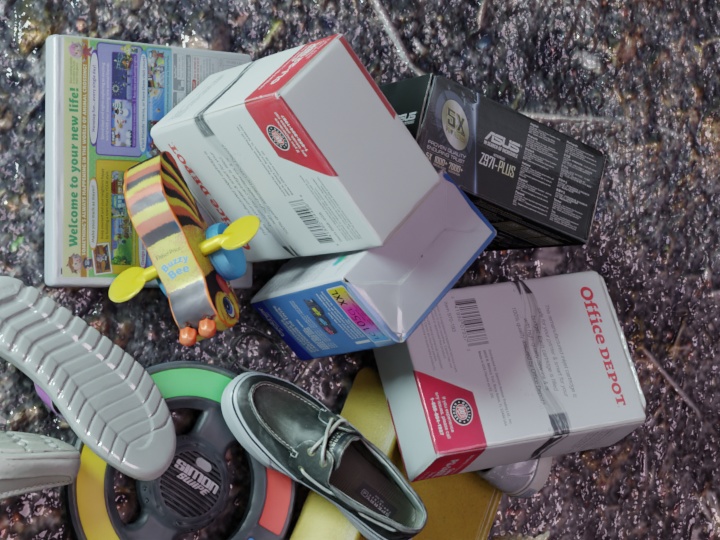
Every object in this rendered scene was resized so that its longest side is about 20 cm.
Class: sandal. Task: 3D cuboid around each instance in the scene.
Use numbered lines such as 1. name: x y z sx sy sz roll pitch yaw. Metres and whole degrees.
1. sandal: -0.223 0.084 1.201 0.203 0.050 0.082 46 49 -1

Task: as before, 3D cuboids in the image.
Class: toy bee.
1. toy bee: -0.123 0.006 1.208 0.200 0.109 0.131 41 110 -9

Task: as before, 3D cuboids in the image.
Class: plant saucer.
1. plant saucer: 0.047 0.216 1.358 0.200 0.048 0.200 40 59 -31

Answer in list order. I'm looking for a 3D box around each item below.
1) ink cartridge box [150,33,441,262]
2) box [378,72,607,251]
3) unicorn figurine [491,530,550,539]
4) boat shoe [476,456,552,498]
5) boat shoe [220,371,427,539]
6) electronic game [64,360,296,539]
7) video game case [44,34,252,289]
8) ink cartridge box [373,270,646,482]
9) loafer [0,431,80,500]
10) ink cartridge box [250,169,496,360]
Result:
1. ink cartridge box: -0.055 -0.090 1.214 0.084 0.200 0.144 -47 113 -29
2. box: 0.084 -0.089 1.350 0.200 0.164 0.086 20 78 -30
3. unicorn figurine: 0.134 0.333 1.382 0.074 0.137 0.201 22 73 -42
4. boat shoe: 0.136 0.104 1.405 0.071 0.070 0.201 27 54 -36
5. boat shoe: -0.022 0.147 1.258 0.200 0.071 0.072 38 62 -7
6. electronic game: -0.143 0.174 1.254 0.199 0.042 0.201 4 82 -27
7. video game case: -0.171 -0.086 1.268 0.182 0.022 0.201 1 88 -33
8. ink cartridge box: 0.126 0.090 1.330 0.199 0.083 0.146 -7 67 -20
9. loafer: -0.305 0.161 1.138 0.199 0.070 0.070 -3 99 -27
10. ink cartridge box: 0.000 0.000 1.272 0.136 0.200 0.076 -47 107 -26
